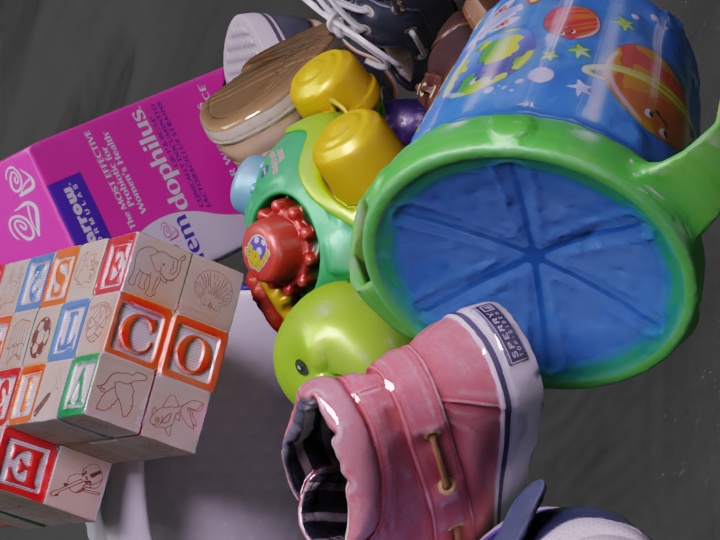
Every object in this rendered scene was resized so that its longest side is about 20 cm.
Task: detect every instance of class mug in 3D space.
[{"bbox_3d":[-0.082,0.099,1.438,0.200,0.147,0.176,-2,-89,-71],"label":"mug"}]

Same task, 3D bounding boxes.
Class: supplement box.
[{"bbox_3d":[-0.134,-0.034,1.610,0.103,0.101,0.200,-23,3,41],"label":"supplement box"}]

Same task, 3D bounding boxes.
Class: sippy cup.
[{"bbox_3d":[0.080,-0.044,1.150,0.140,0.177,0.131,84,-162,-45],"label":"sippy cup"}]

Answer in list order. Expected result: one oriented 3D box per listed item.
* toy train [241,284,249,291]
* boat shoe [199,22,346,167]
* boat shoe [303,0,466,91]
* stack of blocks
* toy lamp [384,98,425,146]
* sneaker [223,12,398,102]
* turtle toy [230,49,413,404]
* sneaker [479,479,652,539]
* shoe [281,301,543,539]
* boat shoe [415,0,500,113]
[{"bbox_3d":[-0.069,0.065,1.648,0.200,0.084,0.116,163,108,-75],"label":"toy train"},{"bbox_3d":[-0.028,-0.076,1.434,0.074,0.069,0.200,-24,9,14],"label":"boat shoe"},{"bbox_3d":[0.010,-0.137,1.417,0.062,0.075,0.200,-46,-16,4],"label":"boat shoe"},{"bbox_3d":[-0.139,0.055,1.332,0.200,0.058,0.116,-12,60,58],"label":"stack of blocks"},{"bbox_3d":[0.018,0.005,1.427,0.058,0.058,0.200,127,155,-51],"label":"toy lamp"},{"bbox_3d":[-0.010,-0.066,1.581,0.079,0.079,0.200,-62,39,46],"label":"sneaker"},{"bbox_3d":[0.000,0.000,1.288,0.101,0.146,0.200,-33,25,8],"label":"turtle toy"},{"bbox_3d":[0.037,0.170,1.051,0.200,0.081,0.146,-49,8,-5],"label":"sneaker"},{"bbox_3d":[0.017,0.097,1.150,0.072,0.091,0.200,56,157,35],"label":"shoe"},{"bbox_3d":[0.064,-0.073,1.325,0.070,0.070,0.200,-55,10,14],"label":"boat shoe"}]
